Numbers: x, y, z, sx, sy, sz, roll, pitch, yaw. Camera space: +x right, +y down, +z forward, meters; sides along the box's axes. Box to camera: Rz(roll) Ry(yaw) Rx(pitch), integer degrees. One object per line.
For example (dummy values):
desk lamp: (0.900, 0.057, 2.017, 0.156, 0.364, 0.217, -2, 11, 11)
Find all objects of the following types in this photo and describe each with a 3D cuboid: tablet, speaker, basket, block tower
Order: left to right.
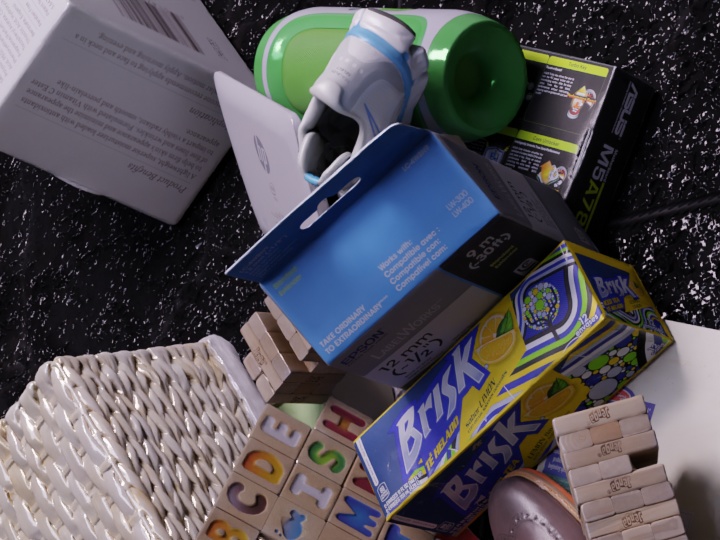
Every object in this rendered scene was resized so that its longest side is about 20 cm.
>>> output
basket: (-0.145, 0.179, 1.679, 0.198, 0.160, 0.201, -48, 62, 32)
tablet: (-0.056, -0.062, 1.793, 0.200, 0.014, 0.131, -146, 37, -67)
block tower: (0.000, 0.000, 1.649, 0.200, 0.058, 0.054, -50, 57, 29)
speaker: (0.017, -0.130, 1.727, 0.199, 0.088, 0.089, 8, 79, 51)
block tower: (0.162, 0.176, 1.463, 0.057, 0.054, 0.201, -15, 75, 2)

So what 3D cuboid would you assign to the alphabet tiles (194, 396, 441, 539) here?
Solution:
alphabet tiles: (-0.007, 0.163, 1.609, 0.008, 0.167, 0.200, -62, 0, 41)

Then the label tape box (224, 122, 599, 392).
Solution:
label tape box: (0.035, -0.002, 1.557, 0.143, 0.200, 0.066, -41, 62, 18)

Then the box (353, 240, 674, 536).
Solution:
box: (0.089, 0.075, 1.589, 0.200, 0.070, 0.064, -45, 50, 25)

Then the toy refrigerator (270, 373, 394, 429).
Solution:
toy refrigerator: (-0.066, 0.143, 1.772, 0.200, 0.070, 0.076, -34, 51, 34)

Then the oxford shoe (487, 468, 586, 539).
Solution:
oxford shoe: (0.111, 0.198, 1.529, 0.071, 0.072, 0.201, -58, 42, 37)

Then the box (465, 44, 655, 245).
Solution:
box: (0.081, -0.053, 1.719, 0.200, 0.047, 0.194, 18, 84, 51)

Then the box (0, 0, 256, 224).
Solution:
box: (-0.210, -0.164, 1.970, 0.131, 0.198, 0.200, -52, 42, 16)

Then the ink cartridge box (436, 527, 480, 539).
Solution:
ink cartridge box: (0.025, 0.260, 1.635, 0.161, 0.050, 0.201, 38, 104, 49)

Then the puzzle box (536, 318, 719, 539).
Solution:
puzzle box: (0.190, 0.098, 1.543, 0.199, 0.025, 0.134, 12, 83, 50)

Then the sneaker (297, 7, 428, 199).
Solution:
sneaker: (-0.007, -0.073, 1.653, 0.075, 0.201, 0.087, 30, 60, 24)
